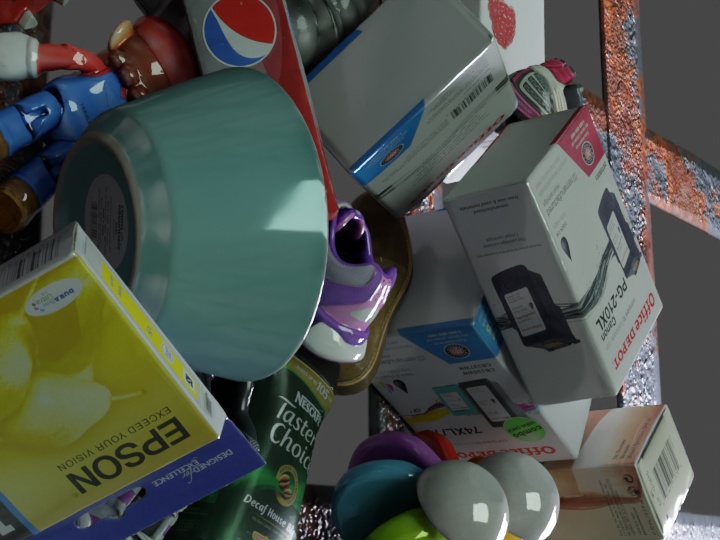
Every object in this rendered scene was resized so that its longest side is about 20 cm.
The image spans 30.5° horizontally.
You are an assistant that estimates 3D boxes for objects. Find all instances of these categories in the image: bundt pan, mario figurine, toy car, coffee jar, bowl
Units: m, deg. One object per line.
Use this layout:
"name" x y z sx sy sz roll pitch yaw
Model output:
"bundt pan" -0.072 -0.233 1.003 0.200 0.076 0.203 10 65 -22
"mario figurine" -0.192 -0.106 0.906 0.200 0.106 0.124 -40 151 -39
"toy car" 0.053 0.201 1.102 0.199 0.175 0.150 3 45 -53
"coffee jar" -0.081 0.132 0.972 0.104 0.085 0.201 44 49 -40
"bowl" -0.119 -0.026 0.816 0.104 0.200 0.203 -4 85 -37

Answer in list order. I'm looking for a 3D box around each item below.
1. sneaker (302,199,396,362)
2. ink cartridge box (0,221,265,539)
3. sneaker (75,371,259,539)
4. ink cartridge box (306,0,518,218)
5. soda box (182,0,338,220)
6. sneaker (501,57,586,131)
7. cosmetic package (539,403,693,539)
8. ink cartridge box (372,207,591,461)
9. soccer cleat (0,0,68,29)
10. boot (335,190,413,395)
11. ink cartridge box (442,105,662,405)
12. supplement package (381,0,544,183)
"sneaker" -0.040 -0.027 0.999 0.080 0.089 0.200 6 38 -52
"ink cartridge box" -0.185 0.099 0.751 0.201 0.197 0.047 57 10 -27
"sneaker" -0.123 0.133 0.865 0.078 0.139 0.201 43 49 -40
"ink cartridge box" 0.040 -0.133 1.049 0.084 0.146 0.200 47 3 13
"soda box" -0.071 -0.125 0.903 0.063 0.069 0.202 155 -79 -87
"sneaker" 0.166 -0.086 1.190 0.074 0.081 0.201 -19 107 -12
"cosmetic package" 0.196 0.193 1.241 0.103 0.199 0.088 -48 119 -49
"ink cartridge box" 0.106 0.061 1.193 0.200 0.146 0.147 49 46 -34
"soccer cleat" -0.216 -0.229 0.895 0.085 0.069 0.200 42 57 14
"boot" 0.000 0.000 1.101 0.076 0.073 0.201 75 21 -50
"ink cartridge box" 0.165 -0.011 1.094 0.145 0.084 0.201 -48 120 -48
"supplement package" 0.099 -0.204 1.266 0.121 0.119 0.202 19 67 -49
